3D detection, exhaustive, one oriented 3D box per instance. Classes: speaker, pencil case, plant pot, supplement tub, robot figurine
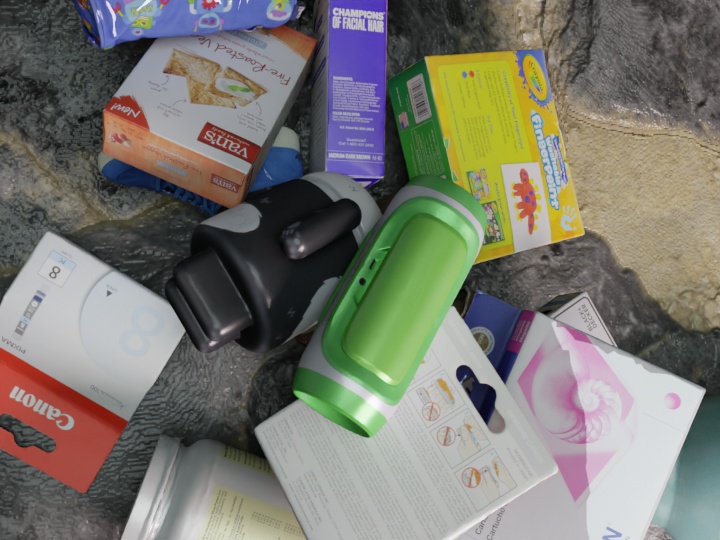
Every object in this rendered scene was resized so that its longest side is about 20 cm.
[{"bbox_3d":[0.025,0.025,0.612,0.088,0.088,0.202,33,72,-9],"label":"speaker"},{"bbox_3d":[-0.151,-0.244,0.677,0.198,0.088,0.078,-17,48,-25],"label":"pencil case"},{"bbox_3d":[0.374,0.217,0.808,0.132,0.200,0.203,9,85,16],"label":"plant pot"},{"bbox_3d":[-0.114,0.244,0.712,0.198,0.145,0.147,22,83,-10],"label":"supplement tub"},{"bbox_3d":[-0.066,-0.006,0.671,0.199,0.149,0.126,-29,124,-30],"label":"robot figurine"}]

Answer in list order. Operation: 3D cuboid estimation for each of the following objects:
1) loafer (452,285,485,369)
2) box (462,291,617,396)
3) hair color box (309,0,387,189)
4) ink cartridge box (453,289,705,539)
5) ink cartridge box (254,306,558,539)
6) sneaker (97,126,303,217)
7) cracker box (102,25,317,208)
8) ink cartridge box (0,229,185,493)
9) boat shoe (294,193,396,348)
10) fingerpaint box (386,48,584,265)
[{"bbox_3d":[0.037,0.079,0.701,0.200,0.075,0.070,-42,99,-10],"label":"loafer"},{"bbox_3d":[0.153,0.120,0.733,0.199,0.060,0.118,-33,93,-14],"label":"box"},{"bbox_3d":[-0.014,-0.185,0.772,0.064,0.109,0.203,0,88,-12],"label":"hair color box"},{"bbox_3d":[0.145,0.142,0.628,0.198,0.043,0.199,24,87,14],"label":"ink cartridge box"},{"bbox_3d":[0.033,0.149,0.632,0.198,0.050,0.163,-30,67,-5],"label":"ink cartridge box"},{"bbox_3d":[-0.150,-0.076,0.750,0.197,0.077,0.113,-5,75,-18],"label":"sneaker"},{"bbox_3d":[-0.135,-0.166,0.719,0.132,0.058,0.202,23,53,-4],"label":"cracker box"},{"bbox_3d":[-0.279,0.089,0.734,0.159,0.047,0.202,32,79,-9],"label":"ink cartridge box"},{"bbox_3d":[0.000,0.000,0.794,0.200,0.072,0.068,-47,130,-18],"label":"boat shoe"},{"bbox_3d":[0.130,-0.115,0.794,0.165,0.073,0.203,-14,91,-33],"label":"fingerpaint box"}]
